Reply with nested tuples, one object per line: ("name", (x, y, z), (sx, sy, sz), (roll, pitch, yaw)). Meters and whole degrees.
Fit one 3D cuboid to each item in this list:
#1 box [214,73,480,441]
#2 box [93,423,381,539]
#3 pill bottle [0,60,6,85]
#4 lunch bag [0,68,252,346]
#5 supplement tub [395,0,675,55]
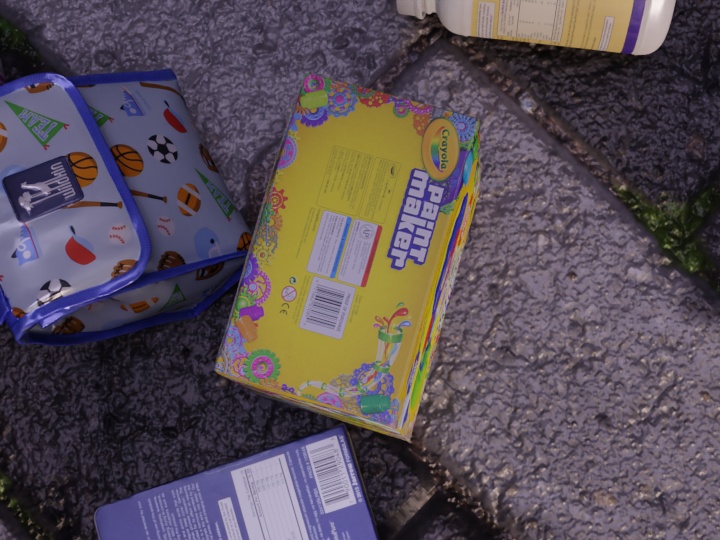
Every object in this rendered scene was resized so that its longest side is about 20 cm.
("box", (0.000, 0.000, 0.903), (0.120, 0.193, 0.202), (15, 82, 8))
("box", (-0.087, 0.201, 0.956), (0.198, 0.032, 0.123), (-18, 79, 0))
("pill bottle", (-0.304, -0.062, 0.982), (0.111, 0.112, 0.202), (-17, 78, 2))
("lunch bag", (-0.190, -0.045, 0.915), (0.124, 0.199, 0.171), (-39, 72, 39))
("supplement tub", (0.132, -0.241, 0.959), (0.197, 0.145, 0.147), (7, 80, 6))
